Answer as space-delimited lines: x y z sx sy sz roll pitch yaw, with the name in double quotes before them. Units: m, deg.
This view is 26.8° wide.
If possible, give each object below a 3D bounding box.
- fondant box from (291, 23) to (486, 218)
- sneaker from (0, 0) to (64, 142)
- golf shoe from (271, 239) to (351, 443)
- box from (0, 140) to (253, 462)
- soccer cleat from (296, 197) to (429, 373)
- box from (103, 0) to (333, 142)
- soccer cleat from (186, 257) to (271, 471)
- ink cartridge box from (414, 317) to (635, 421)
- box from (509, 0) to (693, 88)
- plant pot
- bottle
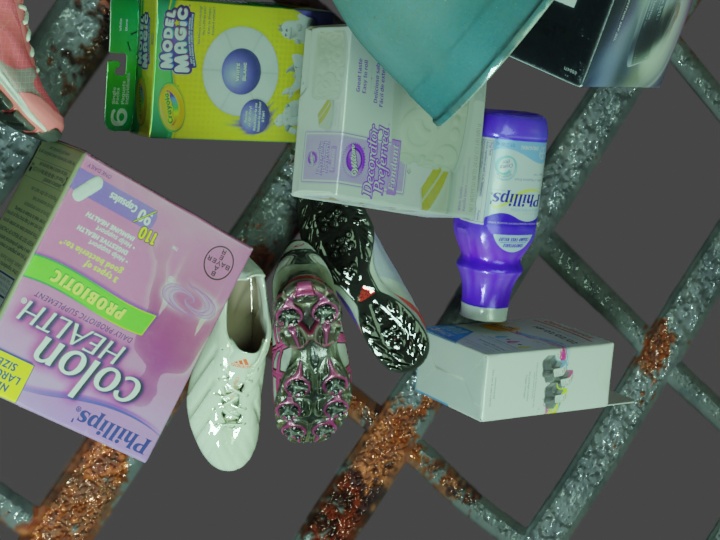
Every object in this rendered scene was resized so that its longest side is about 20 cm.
"fondant box" 0.030 -0.127 1.342 0.199 0.058 0.147 6 89 -48
"sneaker" -0.279 -0.187 1.161 0.087 0.073 0.201 -46 121 -17
"golf shoe" -0.045 0.067 1.369 0.071 0.093 0.202 -2 127 -5
"box" -0.217 0.024 1.237 0.175 0.096 0.202 31 85 -34
"soccer cleat" 0.000 0.000 1.399 0.068 0.073 0.202 -30 100 5
"box" -0.120 -0.170 1.284 0.198 0.048 0.119 -2 101 -31
"soccer cleat" -0.113 0.085 1.329 0.068 0.077 0.203 -7 105 -31
"ink cartridge box" 0.167 0.093 1.488 0.198 0.115 0.069 -3 103 -33
"box" 0.226 -0.278 1.370 0.198 0.122 0.202 -12 126 -58
"plant pot" 0.056 -0.254 1.210 0.187 0.200 0.201 40 78 -6
"bottle" 0.130 -0.053 1.460 0.083 0.065 0.203 1 101 -34
